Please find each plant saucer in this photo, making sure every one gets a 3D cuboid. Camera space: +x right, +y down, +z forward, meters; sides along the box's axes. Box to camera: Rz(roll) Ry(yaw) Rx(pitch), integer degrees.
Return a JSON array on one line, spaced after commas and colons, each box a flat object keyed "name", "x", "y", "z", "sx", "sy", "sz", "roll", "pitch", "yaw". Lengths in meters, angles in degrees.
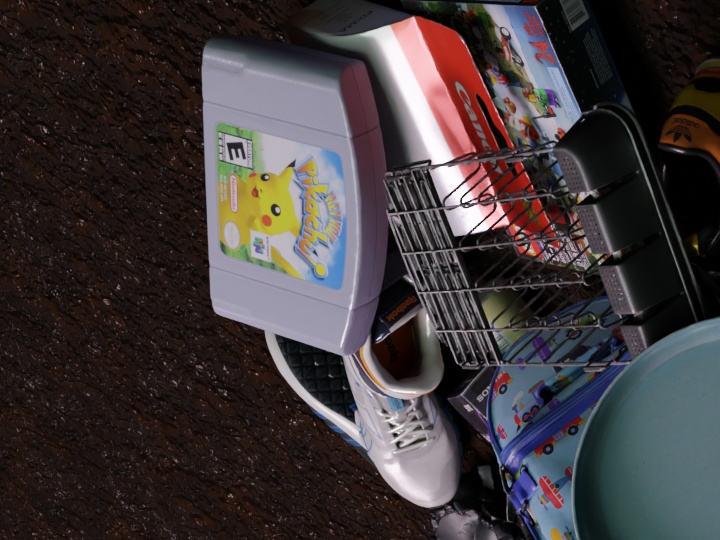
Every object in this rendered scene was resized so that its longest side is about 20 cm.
[{"name": "plant saucer", "x": 0.216, "y": 0.120, "z": 1.092, "sx": 0.200, "sy": 0.200, "sz": 0.027, "roll": 52, "pitch": -175, "yaw": -9}]

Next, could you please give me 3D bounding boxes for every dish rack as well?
[{"name": "dish rack", "x": 0.101, "y": -0.011, "z": 1.154, "sx": 0.199, "sy": 0.054, "sz": 0.154, "roll": -5, "pitch": 110, "yaw": 53}]

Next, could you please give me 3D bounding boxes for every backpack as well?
[{"name": "backpack", "x": 0.164, "y": 0.099, "z": 1.214, "sx": 0.135, "sy": 0.182, "sz": 0.201, "roll": 46, "pitch": -166, "yaw": -54}]

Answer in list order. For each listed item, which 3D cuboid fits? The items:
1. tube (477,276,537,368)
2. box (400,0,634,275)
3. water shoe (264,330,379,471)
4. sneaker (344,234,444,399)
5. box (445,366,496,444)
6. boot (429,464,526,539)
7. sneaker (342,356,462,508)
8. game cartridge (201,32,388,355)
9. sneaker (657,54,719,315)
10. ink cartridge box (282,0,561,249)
[{"name": "tube", "x": 0.148, "y": 0.092, "z": 1.385, "sx": 0.052, "sy": 0.058, "sz": 0.200, "roll": -41, "pitch": 98, "yaw": 14}, {"name": "box", "x": 0.115, "y": -0.089, "z": 1.205, "sx": 0.136, "sy": 0.038, "sz": 0.201, "roll": 13, "pitch": 136, "yaw": 55}, {"name": "water shoe", "x": -0.008, "y": 0.106, "z": 1.552, "sx": 0.200, "sy": 0.071, "sz": 0.079, "roll": 48, "pitch": 158, "yaw": 5}, {"name": "sneaker", "x": 0.000, "y": 0.000, "z": 1.335, "sx": 0.201, "sy": 0.078, "sz": 0.079, "roll": 59, "pitch": 161, "yaw": -19}, {"name": "box", "x": 0.146, "y": 0.149, "z": 1.402, "sx": 0.200, "sy": 0.036, "sz": 0.143, "roll": 46, "pitch": 175, "yaw": 3}, {"name": "boot", "x": 0.131, "y": 0.259, "z": 1.558, "sx": 0.162, "sy": 0.073, "sz": 0.199, "roll": 26, "pitch": 135, "yaw": 25}, {"name": "sneaker", "x": 0.023, "y": 0.096, "z": 1.448, "sx": 0.087, "sy": 0.075, "sz": 0.201, "roll": -100, "pitch": -12, "yaw": -73}, {"name": "game cartridge", "x": -0.043, "y": -0.047, "z": 1.270, "sx": 0.133, "sy": 0.040, "sz": 0.201, "roll": 14, "pitch": 118, "yaw": 31}, {"name": "sneaker", "x": 0.208, "y": -0.023, "z": 1.144, "sx": 0.070, "sy": 0.090, "sz": 0.201, "roll": 17, "pitch": 137, "yaw": 37}, {"name": "ink cartridge box", "x": 0.036, "y": -0.088, "z": 1.248, "sx": 0.163, "sy": 0.050, "sz": 0.200, "roll": 62, "pitch": 168, "yaw": -25}]
